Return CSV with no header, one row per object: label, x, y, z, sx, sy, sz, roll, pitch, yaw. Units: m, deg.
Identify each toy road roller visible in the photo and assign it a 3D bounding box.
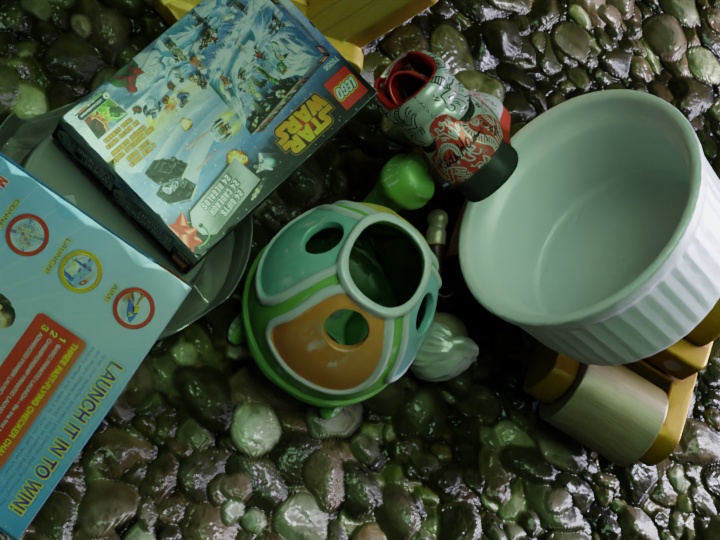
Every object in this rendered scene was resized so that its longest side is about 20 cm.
toy road roller,0.230,0.041,1.314,0.123,0.146,0.200,31,57,-12

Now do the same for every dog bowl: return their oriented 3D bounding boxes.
dog bowl,-0.180,-0.035,1.186,0.200,0.059,0.200,12,62,-23

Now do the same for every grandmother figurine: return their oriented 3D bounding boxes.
grandmother figurine,0.087,0.003,1.313,0.121,0.061,0.200,36,58,-19

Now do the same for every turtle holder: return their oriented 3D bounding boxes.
turtle holder,0.004,0.010,1.217,0.185,0.132,0.141,-31,83,-34

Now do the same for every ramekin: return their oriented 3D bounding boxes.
ramekin,0.183,-0.026,1.240,0.098,0.200,0.201,40,50,-41

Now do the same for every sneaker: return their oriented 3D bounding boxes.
sneaker,0.061,-0.130,1.285,0.108,0.067,0.201,46,11,-17

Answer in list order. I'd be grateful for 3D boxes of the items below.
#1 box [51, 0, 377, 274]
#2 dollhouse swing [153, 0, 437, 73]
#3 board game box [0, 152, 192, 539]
box,-0.101,-0.112,1.190,0.137,0.040,0.200,46,62,-2
dollhouse swing,-0.041,-0.272,1.298,0.182,0.176,0.200,16,62,-21
board game box,-0.245,0.036,1.071,0.196,0.056,0.200,36,82,-10
